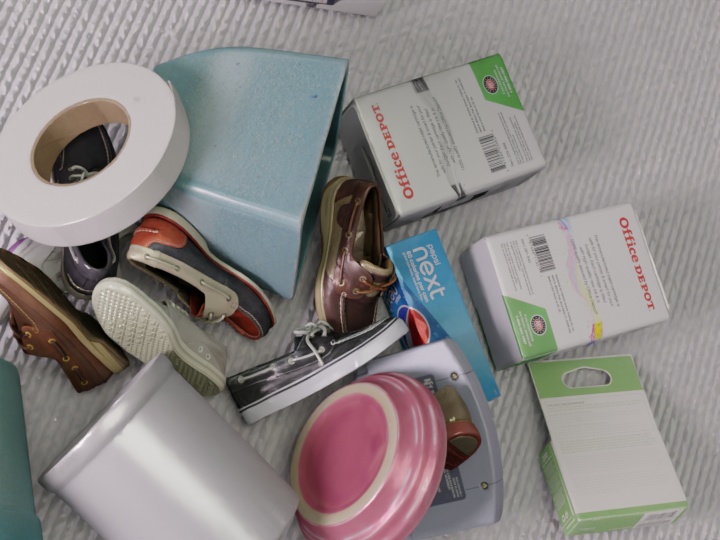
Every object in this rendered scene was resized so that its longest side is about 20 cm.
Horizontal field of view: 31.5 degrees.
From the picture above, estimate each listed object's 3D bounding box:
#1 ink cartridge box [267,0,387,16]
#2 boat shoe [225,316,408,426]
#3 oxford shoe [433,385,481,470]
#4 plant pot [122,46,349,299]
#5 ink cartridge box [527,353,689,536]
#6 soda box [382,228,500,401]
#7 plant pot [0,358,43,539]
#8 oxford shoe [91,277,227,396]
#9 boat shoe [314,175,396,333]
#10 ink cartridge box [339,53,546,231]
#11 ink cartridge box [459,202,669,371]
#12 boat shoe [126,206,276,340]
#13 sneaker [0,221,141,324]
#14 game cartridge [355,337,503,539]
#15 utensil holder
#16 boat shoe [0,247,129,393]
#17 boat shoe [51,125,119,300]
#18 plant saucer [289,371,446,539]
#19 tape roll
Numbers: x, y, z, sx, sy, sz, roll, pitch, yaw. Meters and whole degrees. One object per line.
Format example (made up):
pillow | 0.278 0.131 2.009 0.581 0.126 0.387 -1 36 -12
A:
ink cartridge box | -0.061 -0.386 1.468 0.199 0.084 0.146 5 76 -17
boat shoe | -0.048 0.089 1.347 0.199 0.074 0.068 -29 88 8
oxford shoe | 0.040 0.194 1.337 0.070 0.200 0.075 29 34 -44
plant pot | -0.136 -0.114 1.324 0.199 0.196 0.197 15 66 1
ink cartridge box | 0.275 0.197 1.466 0.145 0.048 0.201 -3 55 -19
soda box | 0.081 0.062 1.422 0.068 0.064 0.201 -19 83 -22
plant pot | -0.388 0.188 1.175 0.199 0.200 0.197 0 70 -18
oxford shoe | -0.200 0.059 1.290 0.200 0.075 0.058 48 44 -44
boat shoe | 0.000 0.000 1.374 0.072 0.072 0.201 -7 101 -46
ink cartridge box | 0.089 -0.146 1.462 0.199 0.084 0.147 -19 84 -21
ink cartridge box | 0.235 0.018 1.472 0.199 0.084 0.146 -14 80 -21
boat shoe | -0.163 0.017 1.315 0.200 0.071 0.063 47 52 -37
sneaker | -0.304 -0.003 1.302 0.100 0.075 0.200 44 68 -3
game cartridge | 0.079 0.180 1.361 0.133 0.042 0.201 -16 86 19
utensil holder | -0.184 0.210 1.246 0.200 0.170 0.170 45 68 -7
boat shoe | -0.308 0.055 1.249 0.068 0.072 0.200 -41 133 -2
boat shoe | -0.268 -0.074 1.271 0.072 0.063 0.201 2 69 -22
plant saucer | -0.003 0.192 1.290 0.051 0.200 0.201 32 67 -37
tape roll | -0.261 -0.115 1.227 0.202 0.037 0.204 -10 53 14
